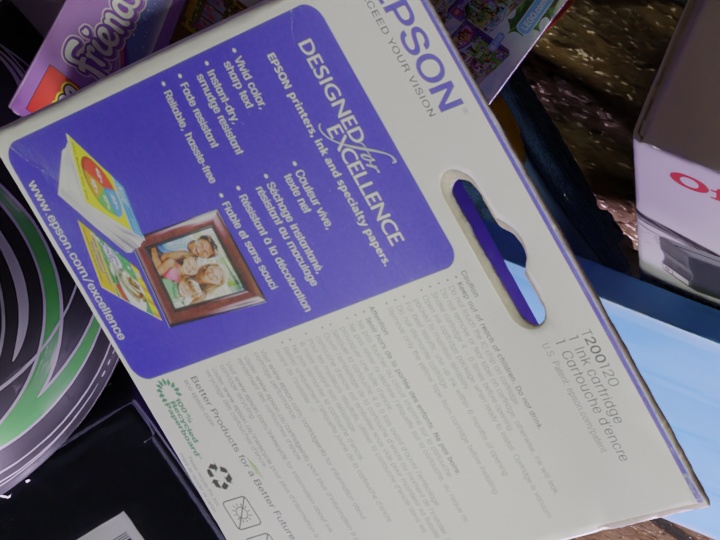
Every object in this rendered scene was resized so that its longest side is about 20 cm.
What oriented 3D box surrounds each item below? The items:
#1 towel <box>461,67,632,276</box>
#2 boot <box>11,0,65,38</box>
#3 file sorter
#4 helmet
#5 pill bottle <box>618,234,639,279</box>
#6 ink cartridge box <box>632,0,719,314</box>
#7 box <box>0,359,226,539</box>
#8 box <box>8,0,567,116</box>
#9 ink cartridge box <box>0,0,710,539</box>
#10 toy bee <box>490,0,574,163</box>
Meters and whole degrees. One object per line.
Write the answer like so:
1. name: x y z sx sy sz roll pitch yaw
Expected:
1. towel: 0.000 0.000 1.167 0.112 0.200 0.049 56 -158 -11
2. boot: -0.185 -0.096 1.206 0.200 0.096 0.074 -8 119 18
3. file sorter: 0.088 0.096 1.091 0.139 0.123 0.200 21 158 14
4. helmet: -0.181 0.002 1.088 0.200 0.200 0.191 6 115 55
5. pill bottle: 0.165 0.048 1.217 0.200 0.111 0.111 21 167 17
6. ink cartridge box: 0.173 -0.023 0.980 0.144 0.084 0.200 21 166 13
7. box: -0.108 0.098 1.233 0.148 0.104 0.200 57 -176 -22
8. box: -0.021 -0.083 0.946 0.137 0.039 0.200 36 136 -1
9. ink cartridge box: 0.000 0.006 0.928 0.200 0.043 0.198 -19 104 43
10. toy bee: 0.002 -0.096 1.026 0.200 0.109 0.131 2 125 32
